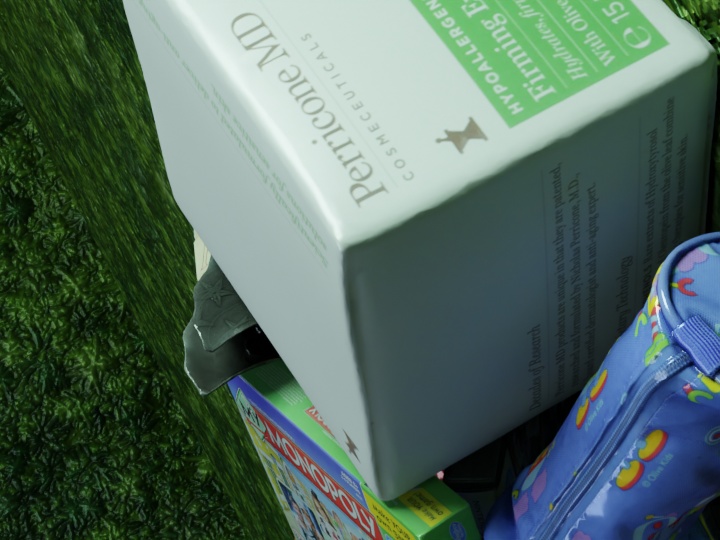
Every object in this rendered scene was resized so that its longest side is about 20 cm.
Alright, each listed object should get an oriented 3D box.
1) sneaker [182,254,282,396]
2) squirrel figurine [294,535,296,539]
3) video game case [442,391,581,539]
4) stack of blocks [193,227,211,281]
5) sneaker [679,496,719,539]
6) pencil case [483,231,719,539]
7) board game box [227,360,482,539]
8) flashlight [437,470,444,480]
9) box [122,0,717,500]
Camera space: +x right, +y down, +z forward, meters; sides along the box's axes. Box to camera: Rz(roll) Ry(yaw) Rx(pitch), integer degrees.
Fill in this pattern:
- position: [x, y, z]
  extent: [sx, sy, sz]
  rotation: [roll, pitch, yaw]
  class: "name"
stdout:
- position: [0.001, -0.002, 1.070]
  extent: [0.060, 0.198, 0.105]
  rotation: [108, 147, -44]
  class: "sneaker"
- position: [0.035, 0.142, 1.494]
  extent: [0.187, 0.140, 0.202]
  rotation: [50, -149, -72]
  class: "squirrel figurine"
- position: [0.081, 0.082, 1.081]
  extent: [0.181, 0.025, 0.201]
  rotation: [73, -158, -43]
  class: "video game case"
- position: [-0.029, -0.022, 1.201]
  extent: [0.115, 0.058, 0.201]
  rotation: [26, -139, -34]
  class: "stack of blocks"
- position: [0.171, 0.139, 1.002]
  extent: [0.078, 0.066, 0.201]
  rotation: [31, 143, 60]
  class: "sneaker"
- position: [0.113, 0.073, 0.887]
  extent: [0.078, 0.087, 0.200]
  rotation: [47, 138, 17]
  class: "pencil case"
- position: [0.007, 0.121, 1.040]
  extent: [0.200, 0.029, 0.135]
  rotation: [37, 153, 54]
  class: "board game box"
- position: [0.065, 0.057, 1.205]
  extent: [0.068, 0.067, 0.201]
  rotation: [-108, 15, -52]
  class: "flashlight"
- position: [0.023, -0.057, 0.933]
  extent: [0.199, 0.171, 0.200]
  rotation: [54, 166, 31]
  class: "box"
